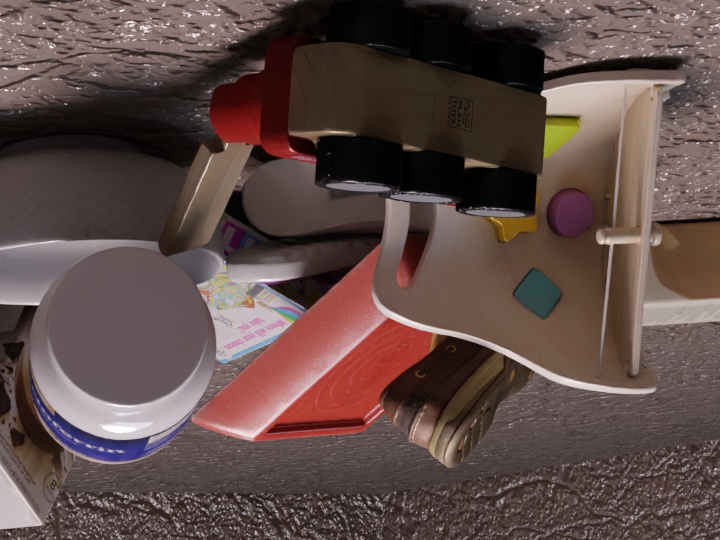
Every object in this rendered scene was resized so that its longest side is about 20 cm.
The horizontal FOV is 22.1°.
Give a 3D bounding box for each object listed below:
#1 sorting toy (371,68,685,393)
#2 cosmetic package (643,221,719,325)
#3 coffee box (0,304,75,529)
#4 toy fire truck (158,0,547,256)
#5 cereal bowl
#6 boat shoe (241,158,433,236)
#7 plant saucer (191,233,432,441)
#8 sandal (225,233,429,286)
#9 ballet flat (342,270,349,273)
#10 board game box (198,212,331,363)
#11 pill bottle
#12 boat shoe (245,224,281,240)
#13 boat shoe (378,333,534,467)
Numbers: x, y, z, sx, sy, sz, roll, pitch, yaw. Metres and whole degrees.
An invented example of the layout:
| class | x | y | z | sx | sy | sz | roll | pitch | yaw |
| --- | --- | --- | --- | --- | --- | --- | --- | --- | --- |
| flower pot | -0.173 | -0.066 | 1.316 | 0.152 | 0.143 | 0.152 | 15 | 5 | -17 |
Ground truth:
| class | x | y | z | sx | sy | sz | roll | pitch | yaw |
| --- | --- | --- | --- | --- | --- | --- | --- | --- | --- |
| sorting toy | 0.096 | -0.033 | 1.154 | 0.178 | 0.202 | 0.107 | 1 | -168 | -13 |
| cosmetic package | 0.314 | 0.001 | 1.585 | 0.198 | 0.072 | 0.105 | -3 | 168 | -5 |
| coffee box | -0.262 | 0.085 | 1.408 | 0.079 | 0.201 | 0.113 | -8 | 129 | 25 |
| toy fire truck | -0.015 | -0.068 | 1.057 | 0.199 | 0.130 | 0.175 | 1 | 176 | 44 |
| cereal bowl | -0.187 | -0.036 | 1.198 | 0.198 | 0.084 | 0.200 | -4 | 169 | -1 |
| boat shoe | 0.022 | -0.054 | 1.242 | 0.198 | 0.073 | 0.069 | -11 | -175 | 8 |
| plant saucer | 0.008 | 0.055 | 1.275 | 0.199 | 0.037 | 0.200 | -43 | 159 | 21 |
| sandal | -0.004 | -0.001 | 1.268 | 0.201 | 0.050 | 0.082 | -6 | -172 | -31 |
| ballet flat | 0.058 | -0.010 | 1.373 | 0.199 | 0.068 | 0.075 | 18 | 178 | -20 |
| board game box | -0.118 | 0.010 | 1.422 | 0.134 | 0.034 | 0.200 | 31 | 156 | -17 |
| pill bottle | -0.150 | 0.053 | 1.152 | 0.115 | 0.117 | 0.200 | -2 | 167 | -10 |
| boat shoe | -0.037 | -0.005 | 1.443 | 0.198 | 0.068 | 0.072 | -1 | 170 | 10 |
| boat shoe | 0.081 | 0.050 | 1.230 | 0.067 | 0.072 | 0.200 | 29 | -140 | 16 |
